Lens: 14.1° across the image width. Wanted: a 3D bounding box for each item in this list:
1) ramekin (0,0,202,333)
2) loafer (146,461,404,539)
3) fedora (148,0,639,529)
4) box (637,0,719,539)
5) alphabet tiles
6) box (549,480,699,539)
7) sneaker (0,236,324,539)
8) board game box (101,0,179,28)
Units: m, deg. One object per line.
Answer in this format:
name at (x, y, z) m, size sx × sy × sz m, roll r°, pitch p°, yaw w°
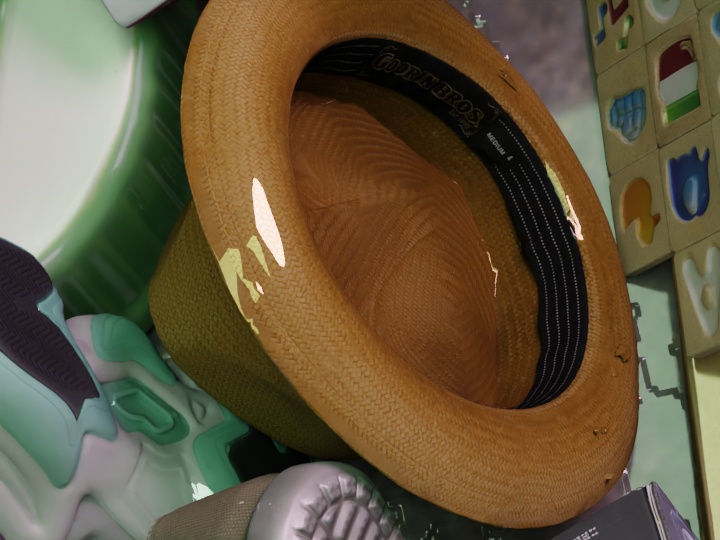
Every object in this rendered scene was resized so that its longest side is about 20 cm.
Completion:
ramekin at (-0.145, -0.054, 0.904) m, size 0.199 × 0.098 × 0.201 m, roll -1°, pitch 79°, yaw 4°
loafer at (-0.007, 0.135, 0.836) m, size 0.069 × 0.201 × 0.075 m, roll 3°, pitch 35°, yaw 32°
fedora at (0.000, 0.000, 0.860) m, size 0.082 × 0.200 × 0.202 m, roll -30°, pitch 75°, yaw 32°
box at (0.178, 0.000, 0.907) m, size 0.162 × 0.021 × 0.201 m, roll -7°, pitch 78°, yaw 3°
alphabet tiles at (0.111, -0.082, 0.864) m, size 0.006 × 0.166 × 0.201 m, roll -1°, pitch 77°, yaw -24°
box at (0.037, 0.171, 0.781) m, size 0.199 × 0.044 × 0.160 m, roll -32°, pitch 117°, yaw 11°
sneaker at (-0.101, 0.076, 0.866) m, size 0.140 × 0.200 × 0.078 m, roll -35°, pitch 39°, yaw 23°
board game box at (0.015, -0.159, 0.846) m, size 0.200 × 0.148 × 0.064 m, roll -33°, pitch 95°, yaw 27°
